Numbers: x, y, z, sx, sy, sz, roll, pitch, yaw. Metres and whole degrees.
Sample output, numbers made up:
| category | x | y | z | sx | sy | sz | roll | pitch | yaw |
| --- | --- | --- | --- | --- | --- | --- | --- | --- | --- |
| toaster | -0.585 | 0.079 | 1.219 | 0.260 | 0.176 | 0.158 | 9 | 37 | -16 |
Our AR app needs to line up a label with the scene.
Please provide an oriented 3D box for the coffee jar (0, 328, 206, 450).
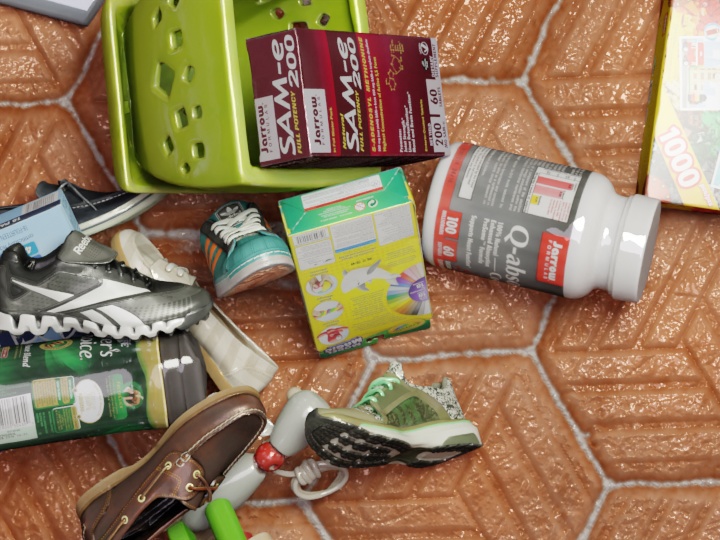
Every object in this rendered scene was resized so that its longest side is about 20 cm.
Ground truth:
| category | x | y | z | sx | sy | sz | roll | pitch | yaw |
| --- | --- | --- | --- | --- | --- | --- | --- | --- | --- |
| coffee jar | -0.234 | 0.101 | 1.636 | 0.198 | 0.104 | 0.086 | -7 | 101 | -6 |

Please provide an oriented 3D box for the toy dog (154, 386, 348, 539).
| category | x | y | z | sx | sy | sz | roll | pitch | yaw |
| --- | --- | --- | --- | --- | --- | --- | --- | --- | --- |
| toy dog | -0.119 | 0.170 | 1.699 | 0.198 | 0.132 | 0.097 | -26 | 48 | -5 |

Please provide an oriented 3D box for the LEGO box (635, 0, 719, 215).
| category | x | y | z | sx | sy | sz | roll | pitch | yaw |
| --- | --- | --- | --- | --- | --- | --- | --- | --- | --- |
| LEGO box | 0.341 | -0.151 | 1.707 | 0.147 | 0.077 | 0.203 | 7 | 88 | 2 |

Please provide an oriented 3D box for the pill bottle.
| category | x | y | z | sx | sy | sz | roll | pitch | yaw |
| --- | --- | --- | --- | --- | --- | --- | --- | --- | --- |
| pill bottle | 0.163 | -0.040 | 1.670 | 0.198 | 0.116 | 0.117 | 13 | 88 | 14 |

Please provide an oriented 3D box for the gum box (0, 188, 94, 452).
| category | x | y | z | sx | sy | sz | roll | pitch | yaw |
| --- | --- | --- | --- | --- | --- | --- | --- | --- | --- |
| gum box | -0.307 | 0.050 | 1.686 | 0.168 | 0.045 | 0.202 | -22 | 113 | 1 |

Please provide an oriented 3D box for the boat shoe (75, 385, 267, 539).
| category | x | y | z | sx | sy | sz | roll | pitch | yaw |
| --- | --- | --- | --- | --- | --- | --- | --- | --- | --- |
| boat shoe | -0.156 | 0.183 | 1.607 | 0.200 | 0.070 | 0.071 | -40 | 47 | 9 |

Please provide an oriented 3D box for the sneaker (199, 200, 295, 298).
| category | x | y | z | sx | sy | sz | roll | pitch | yaw |
| --- | --- | --- | --- | --- | --- | --- | --- | --- | --- |
| sneaker | -0.109 | -0.022 | 1.649 | 0.071 | 0.200 | 0.081 | -18 | 90 | -13 |

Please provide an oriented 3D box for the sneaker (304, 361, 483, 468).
| category | x | y | z | sx | sy | sz | roll | pitch | yaw |
| --- | --- | --- | --- | --- | --- | --- | --- | --- | --- |
| sneaker | 0.022 | 0.127 | 1.676 | 0.077 | 0.199 | 0.090 | -32 | 61 | 38 |

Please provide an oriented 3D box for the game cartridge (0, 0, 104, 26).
| category | x | y | z | sx | sy | sz | roll | pitch | yaw |
| --- | --- | --- | --- | --- | --- | --- | --- | --- | --- |
| game cartridge | -0.278 | -0.339 | 1.747 | 0.132 | 0.042 | 0.202 | 14 | 88 | 6 |

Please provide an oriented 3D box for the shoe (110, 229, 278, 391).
| category | x | y | z | sx | sy | sz | roll | pitch | yaw |
| --- | --- | --- | --- | --- | --- | --- | --- | --- | --- |
| shoe | -0.153 | 0.035 | 1.713 | 0.053 | 0.070 | 0.201 | -37 | 97 | 12 |

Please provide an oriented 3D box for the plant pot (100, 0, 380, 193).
| category | x | y | z | sx | sy | sz | roll | pitch | yaw |
| --- | --- | --- | --- | --- | --- | --- | --- | --- | --- |
| plant pot | -0.115 | -0.162 | 1.647 | 0.180 | 0.198 | 0.203 | -8 | 87 | 38 |

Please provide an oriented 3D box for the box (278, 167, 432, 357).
| category | x | y | z | sx | sy | sz | roll | pitch | yaw |
| --- | --- | --- | --- | --- | --- | --- | --- | --- | --- |
| box | 0.000 | 0.000 | 1.669 | 0.116 | 0.201 | 0.049 | -15 | 50 | -3 |

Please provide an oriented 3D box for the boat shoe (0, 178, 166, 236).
| category | x | y | z | sx | sy | sz | roll | pitch | yaw |
| --- | --- | --- | --- | --- | --- | --- | --- | --- | --- |
| boat shoe | -0.276 | -0.056 | 1.718 | 0.198 | 0.075 | 0.063 | -16 | 93 | 5 |

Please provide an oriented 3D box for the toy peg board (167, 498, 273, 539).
| category | x | y | z | sx | sy | sz | roll | pitch | yaw |
| --- | --- | --- | --- | --- | --- | --- | --- | --- | --- |
| toy peg board | -0.141 | 0.314 | 1.671 | 0.199 | 0.200 | 0.098 | -31 | 45 | 0 |

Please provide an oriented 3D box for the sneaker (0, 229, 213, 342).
| category | x | y | z | sx | sy | sz | roll | pitch | yaw |
| --- | --- | --- | --- | --- | --- | --- | --- | --- | --- |
| sneaker | -0.228 | 0.011 | 1.613 | 0.197 | 0.067 | 0.092 | 1 | 108 | 4 |

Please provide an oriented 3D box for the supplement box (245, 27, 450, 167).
| category | x | y | z | sx | sy | sz | roll | pitch | yaw |
| --- | --- | --- | --- | --- | --- | --- | --- | --- | --- |
| supplement box | -0.007 | -0.146 | 1.588 | 0.060 | 0.199 | 0.110 | -9 | 88 | 39 |
